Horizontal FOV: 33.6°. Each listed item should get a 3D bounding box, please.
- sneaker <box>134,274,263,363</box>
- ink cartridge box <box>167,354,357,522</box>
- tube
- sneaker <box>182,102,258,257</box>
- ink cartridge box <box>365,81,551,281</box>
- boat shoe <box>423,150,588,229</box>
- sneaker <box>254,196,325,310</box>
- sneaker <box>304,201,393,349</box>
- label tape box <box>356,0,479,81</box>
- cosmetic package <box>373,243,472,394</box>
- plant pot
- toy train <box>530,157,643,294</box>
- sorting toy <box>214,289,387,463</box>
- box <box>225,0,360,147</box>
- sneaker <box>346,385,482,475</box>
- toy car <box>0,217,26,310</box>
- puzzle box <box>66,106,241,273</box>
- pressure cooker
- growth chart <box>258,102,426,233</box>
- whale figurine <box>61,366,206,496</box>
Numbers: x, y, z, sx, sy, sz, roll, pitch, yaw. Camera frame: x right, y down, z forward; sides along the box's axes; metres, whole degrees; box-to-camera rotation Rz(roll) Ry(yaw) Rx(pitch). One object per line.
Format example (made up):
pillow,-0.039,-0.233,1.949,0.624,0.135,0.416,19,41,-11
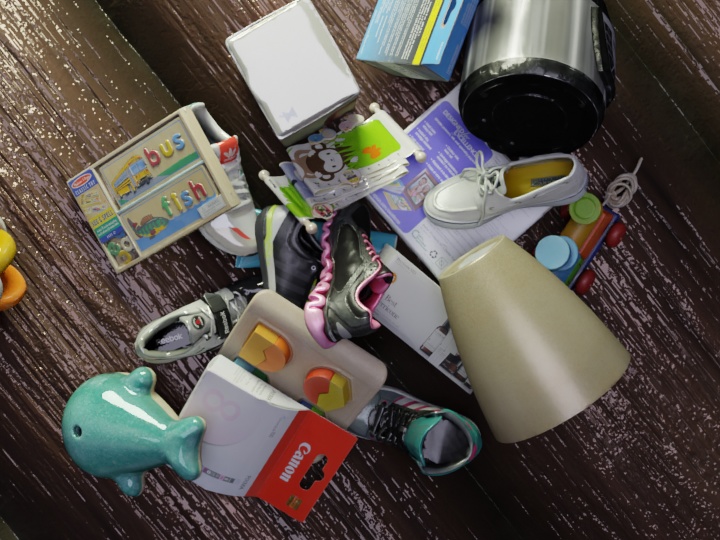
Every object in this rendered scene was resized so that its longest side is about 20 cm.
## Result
sneaker,-0.184,0.066,1.468,0.200,0.089,0.074,-26,91,-4
ink cartridge box,-0.129,0.217,1.457,0.200,0.057,0.163,33,118,3
tube,-0.055,-0.031,1.494,0.199,0.050,0.078,6,82,4
sneaker,-0.172,-0.112,1.443,0.070,0.093,0.200,-27,84,-39
ink cartridge box,0.125,-0.106,1.496,0.200,0.043,0.198,-41,93,1
boat shoe,0.164,-0.101,1.409,0.201,0.086,0.075,-8,69,18
sneaker,-0.071,0.011,1.442,0.083,0.072,0.201,-6,106,21
sneaker,0.000,0.000,1.390,0.095,0.079,0.201,-11,51,28
label tape box,0.089,-0.301,1.409,0.063,0.200,0.145,20,91,-30
cosmetic package,0.085,0.061,1.469,0.200,0.051,0.083,39,88,-21
plant pot,0.184,0.065,1.398,0.187,0.187,0.200,-33,95,-1
toy train,0.283,-0.071,1.460,0.085,0.116,0.200,33,91,19
sorting toy,-0.088,0.138,1.449,0.185,0.037,0.200,33,129,-3
box,-0.077,-0.229,1.404,0.109,0.200,0.128,-30,94,0
sneaker,0.058,0.197,1.465,0.199,0.121,0.084,14,91,-2
toy car,-0.502,0.023,1.431,0.199,0.175,0.150,-12,129,-3
puzzle box,-0.253,-0.095,1.442,0.200,0.025,0.133,-28,92,28
pressure cooker,0.208,-0.257,1.409,0.178,0.176,0.201,25,56,-23
growth chart,-0.023,-0.129,1.439,0.200,0.018,0.145,-32,52,-22
whale figurine,-0.275,0.195,1.422,0.200,0.104,0.160,12,96,35
